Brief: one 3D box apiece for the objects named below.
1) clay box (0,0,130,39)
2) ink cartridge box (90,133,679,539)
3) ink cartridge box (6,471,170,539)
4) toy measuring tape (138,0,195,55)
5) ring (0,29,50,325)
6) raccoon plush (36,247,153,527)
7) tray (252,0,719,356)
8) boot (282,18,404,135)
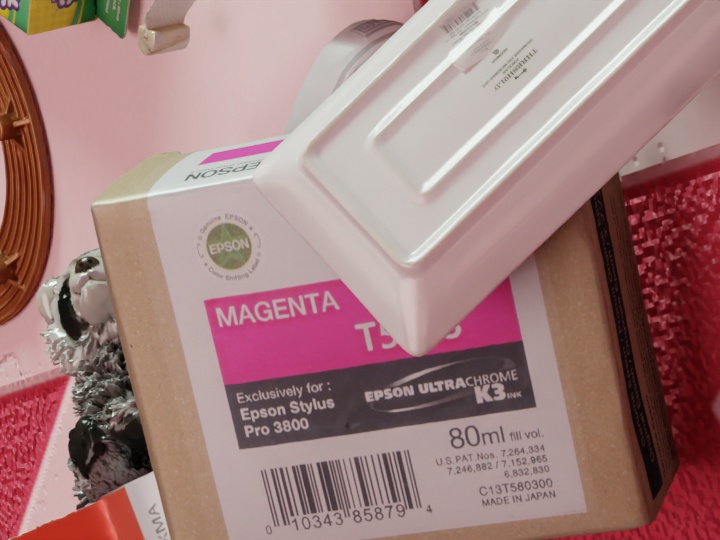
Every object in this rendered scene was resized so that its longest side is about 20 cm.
[{"bbox_3d":[-0.180,-0.198,1.324,0.200,0.047,0.116,36,129,38],"label":"clay box"},{"bbox_3d":[0.011,0.026,1.073,0.199,0.075,0.166,-10,103,19],"label":"ink cartridge box"},{"bbox_3d":[-0.057,0.160,1.201,0.057,0.199,0.163,101,147,-82],"label":"ink cartridge box"},{"bbox_3d":[-0.037,-0.134,1.158,0.074,0.073,0.200,58,139,18],"label":"toy measuring tape"},{"bbox_3d":[-0.229,-0.064,1.457,0.200,0.019,0.202,22,119,46],"label":"ring"},{"bbox_3d":[-0.103,0.081,1.309,0.134,0.096,0.201,-120,23,-51],"label":"raccoon plush"},{"bbox_3d":[0.057,-0.073,0.996,0.200,0.022,0.107,-44,60,0],"label":"tray"},{"bbox_3d":[0.000,0.000,1.154,0.096,0.073,0.201,43,129,30],"label":"boot"}]
